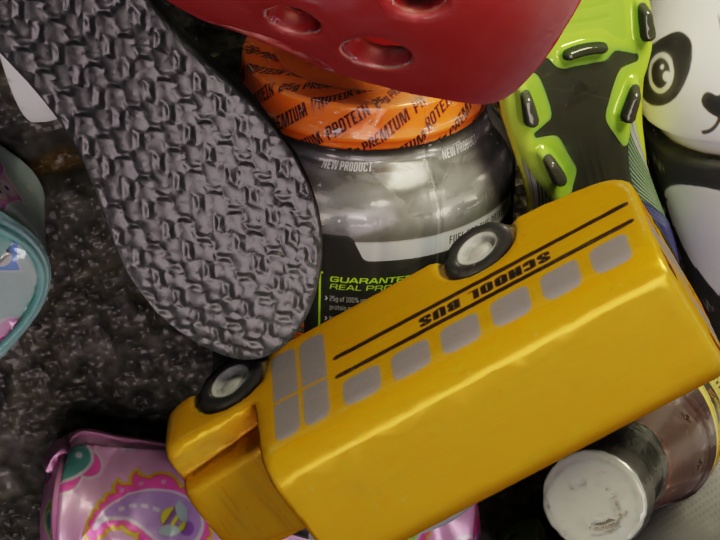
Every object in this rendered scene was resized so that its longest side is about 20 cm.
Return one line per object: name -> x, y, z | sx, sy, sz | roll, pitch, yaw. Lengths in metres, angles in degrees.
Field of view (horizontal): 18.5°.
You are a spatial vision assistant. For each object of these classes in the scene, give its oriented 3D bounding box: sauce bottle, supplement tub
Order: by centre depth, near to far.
supplement tub -> 0.000, 0.000, 0.894 | 0.122, 0.123, 0.200 | -2, 122, -6
sauce bottle -> 0.119, 0.064, 0.904 | 0.066, 0.200, 0.066 | 5, 107, 18

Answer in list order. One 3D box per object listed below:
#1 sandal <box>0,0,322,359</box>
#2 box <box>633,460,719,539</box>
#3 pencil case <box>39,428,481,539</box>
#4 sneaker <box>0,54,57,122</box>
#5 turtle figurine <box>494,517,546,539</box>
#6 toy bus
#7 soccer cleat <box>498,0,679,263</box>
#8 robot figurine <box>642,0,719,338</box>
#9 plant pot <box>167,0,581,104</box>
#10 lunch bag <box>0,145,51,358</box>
sandal -> -0.076, -0.061, 0.806 | 0.075, 0.048, 0.201 | -30, 101, 10
box -> 0.165, 0.169, 0.942 | 0.200, 0.044, 0.160 | -32, 78, -6
pencil case -> -0.042, 0.111, 0.981 | 0.200, 0.087, 0.088 | 1, 121, -8
sneaker -> -0.085, -0.149, 0.821 | 0.115, 0.074, 0.200 | -4, 121, -2
turtle figurine -> 0.142, 0.200, 1.007 | 0.144, 0.200, 0.194 | -24, 104, 49
toy bus -> 0.027, 0.045, 0.807 | 0.200, 0.078, 0.065 | -29, 120, 11
soccer cleat -> 0.079, -0.054, 0.850 | 0.065, 0.084, 0.200 | -20, 118, -12
robot figurine -> 0.181, -0.041, 0.890 | 0.150, 0.125, 0.200 | -24, 122, -2
plant pot -> -0.019, -0.168, 0.686 | 0.182, 0.201, 0.201 | 14, 119, -15
lunch bag -> -0.225, 0.012, 0.897 | 0.160, 0.077, 0.200 | 35, 111, -25
